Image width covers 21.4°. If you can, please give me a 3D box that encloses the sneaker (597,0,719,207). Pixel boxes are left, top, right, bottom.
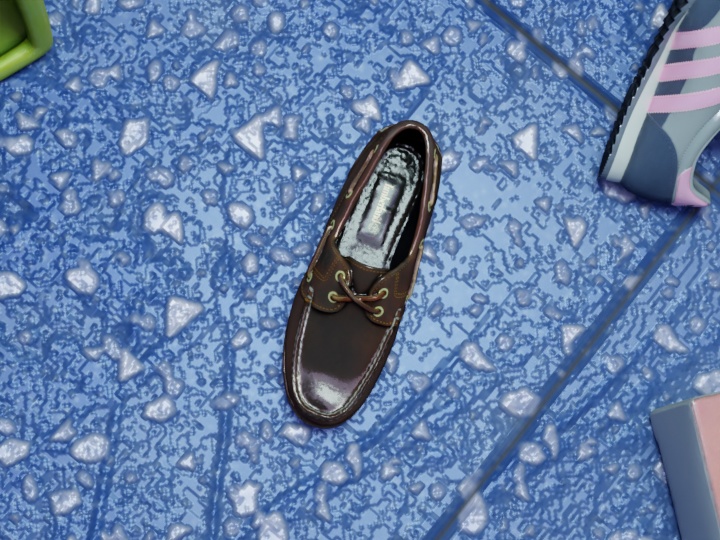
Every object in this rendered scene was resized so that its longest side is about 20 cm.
[{"bbox_3d":[0.226,-0.133,1.214,0.082,0.070,0.201,25,114,0],"label":"sneaker"}]

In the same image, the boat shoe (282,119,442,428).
[{"bbox_3d":[0.000,0.000,1.202,0.070,0.070,0.202,17,82,-3],"label":"boat shoe"}]

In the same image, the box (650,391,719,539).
[{"bbox_3d":[0.301,0.137,1.189,0.198,0.106,0.154,-12,83,-7],"label":"box"}]

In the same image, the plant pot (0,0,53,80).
[{"bbox_3d":[-0.321,-0.193,1.144,0.199,0.199,0.182,-30,78,-8],"label":"plant pot"}]
